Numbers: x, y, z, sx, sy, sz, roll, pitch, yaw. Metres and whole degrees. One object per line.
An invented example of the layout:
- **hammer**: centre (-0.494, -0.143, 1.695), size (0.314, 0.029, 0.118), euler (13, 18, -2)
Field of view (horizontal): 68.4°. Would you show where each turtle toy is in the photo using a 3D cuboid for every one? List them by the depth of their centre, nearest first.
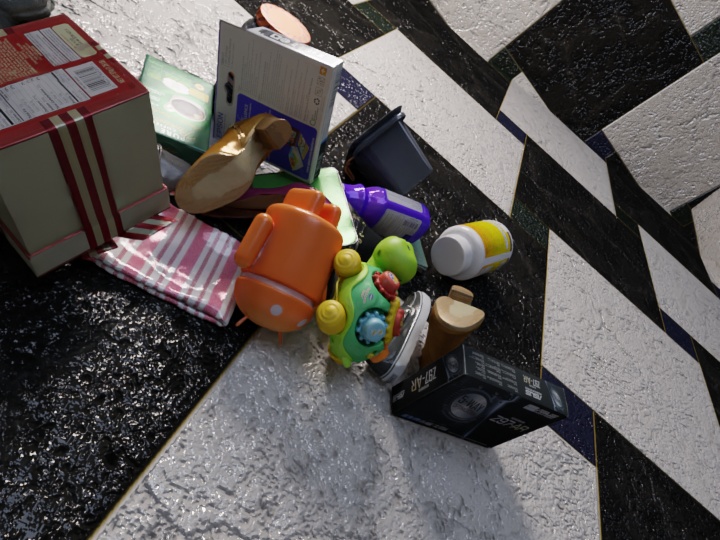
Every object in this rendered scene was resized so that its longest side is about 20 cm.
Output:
- **turtle toy**: centre (0.015, 0.039, 0.722), size (0.099, 0.146, 0.203), euler (12, 63, 13)

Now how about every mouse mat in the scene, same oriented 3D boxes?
- **mouse mat**: centre (-0.097, -0.099, 0.842), size (0.158, 0.008, 0.202), euler (-7, 48, -9)

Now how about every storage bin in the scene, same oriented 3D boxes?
- **storage bin**: centre (0.053, -0.207, 1.046), size (0.135, 0.145, 0.200), euler (52, -4, -3)

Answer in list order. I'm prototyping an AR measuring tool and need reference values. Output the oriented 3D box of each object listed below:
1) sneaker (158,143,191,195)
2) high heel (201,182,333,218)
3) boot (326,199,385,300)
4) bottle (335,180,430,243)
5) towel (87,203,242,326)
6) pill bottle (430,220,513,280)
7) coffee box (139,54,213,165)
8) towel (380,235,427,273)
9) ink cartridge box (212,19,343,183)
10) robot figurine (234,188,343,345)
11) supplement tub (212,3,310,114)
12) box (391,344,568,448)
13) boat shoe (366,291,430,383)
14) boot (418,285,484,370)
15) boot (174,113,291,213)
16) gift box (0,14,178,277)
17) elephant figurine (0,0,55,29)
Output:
- **sneaker**: centre (-0.312, -0.166, 0.716), size (0.198, 0.082, 0.078), euler (16, 43, -32)
- **high heel**: centre (-0.134, -0.085, 0.779), size (0.197, 0.068, 0.097), euler (16, 50, 17)
- **boot**: centre (0.001, -0.001, 0.865), size (0.153, 0.073, 0.206), euler (34, 47, -31)
- **bottle**: centre (0.030, -0.108, 0.960), size (0.197, 0.084, 0.066), euler (16, 51, -29)
- **towel**: centre (-0.239, -0.025, 0.691), size (0.198, 0.030, 0.148), euler (30, 38, -19)
- **pill bottle**: centre (0.229, -0.042, 1.096), size (0.199, 0.109, 0.110), euler (-13, 63, -50)
- **coffee box**: centre (-0.302, -0.255, 0.850), size (0.122, 0.044, 0.202), euler (18, 43, -31)
- **towel**: centre (0.036, -0.082, 1.026), size (0.198, 0.022, 0.148), euler (21, 40, -26)
- **ink cartridge box**: centre (-0.139, -0.268, 0.844), size (0.198, 0.200, 0.044), euler (26, 39, 9)
- **robot figurine**: centre (-0.093, -0.006, 0.703), size (0.115, 0.144, 0.203), euler (22, 78, 3)
- **supplement tub**: centre (-0.176, -0.347, 0.931), size (0.121, 0.200, 0.124), euler (26, 39, -23)
- **box**: centre (0.167, 0.187, 0.757), size (0.198, 0.160, 0.044), euler (25, 47, -24)
- **boat shoe**: centre (0.061, 0.089, 0.837), size (0.056, 0.069, 0.201), euler (37, 38, -6)
- **boot**: centre (0.124, 0.111, 0.778), size (0.070, 0.146, 0.201), euler (20, 13, 9)
- **boot**: centre (-0.196, -0.159, 0.774), size (0.201, 0.143, 0.071), euler (-42, 120, -17)
- **gift box**: centre (-0.305, -0.125, 0.561), size (0.199, 0.188, 0.185), euler (-31, 66, -32)
- **elephant figurine**: centre (-0.494, -0.356, 0.718), size (0.141, 0.156, 0.201), euler (-35, 63, -11)
